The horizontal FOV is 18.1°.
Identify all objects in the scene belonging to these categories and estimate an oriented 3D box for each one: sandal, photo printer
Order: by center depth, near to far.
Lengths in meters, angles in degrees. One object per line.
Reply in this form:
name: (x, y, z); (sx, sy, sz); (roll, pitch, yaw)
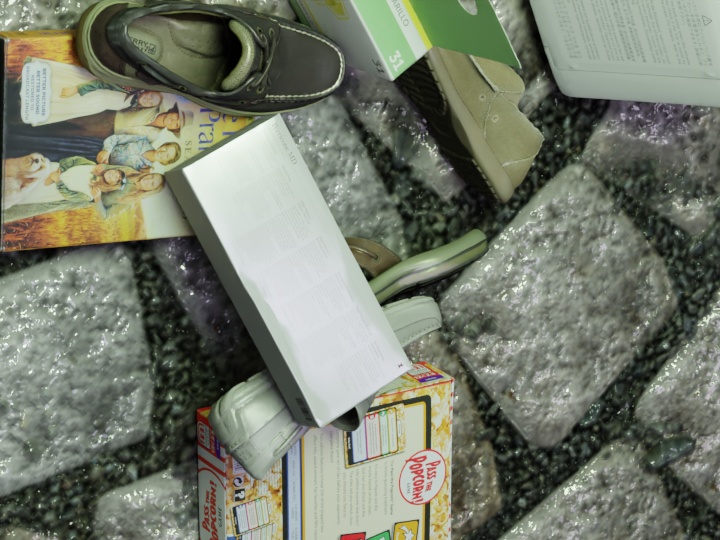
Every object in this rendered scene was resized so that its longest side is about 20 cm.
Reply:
photo printer: (0.217, -0.200, 1.634); (0.069, 0.199, 0.167); (-42, 124, -35)
sandal: (0.000, 0.000, 1.651); (0.200, 0.080, 0.058); (-21, 89, -28)

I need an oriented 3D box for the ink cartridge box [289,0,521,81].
ink cartridge box: (0.007, -0.195, 1.502); (0.048, 0.200, 0.146); (-40, 122, -16)

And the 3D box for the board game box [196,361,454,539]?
board game box: (-0.024, 0.162, 1.695); (0.199, 0.046, 0.152); (-10, 110, -29)

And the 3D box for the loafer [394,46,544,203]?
loafer: (0.073, -0.138, 1.646); (0.067, 0.076, 0.200); (-44, 132, -16)

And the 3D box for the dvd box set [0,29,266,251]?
dvd box set: (-0.156, -0.092, 1.536); (0.199, 0.029, 0.147); (-5, 107, -31)

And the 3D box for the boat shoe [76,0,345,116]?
boat shoe: (-0.089, -0.140, 1.505); (0.199, 0.065, 0.074); (2, 95, -33)

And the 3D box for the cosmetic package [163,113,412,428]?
cosmetic package: (-0.049, 0.001, 1.547); (0.082, 0.051, 0.201); (-30, 99, -18)

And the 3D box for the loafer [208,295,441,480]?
loafer: (-0.017, 0.082, 1.623); (0.199, 0.070, 0.070); (-30, 85, -26)
